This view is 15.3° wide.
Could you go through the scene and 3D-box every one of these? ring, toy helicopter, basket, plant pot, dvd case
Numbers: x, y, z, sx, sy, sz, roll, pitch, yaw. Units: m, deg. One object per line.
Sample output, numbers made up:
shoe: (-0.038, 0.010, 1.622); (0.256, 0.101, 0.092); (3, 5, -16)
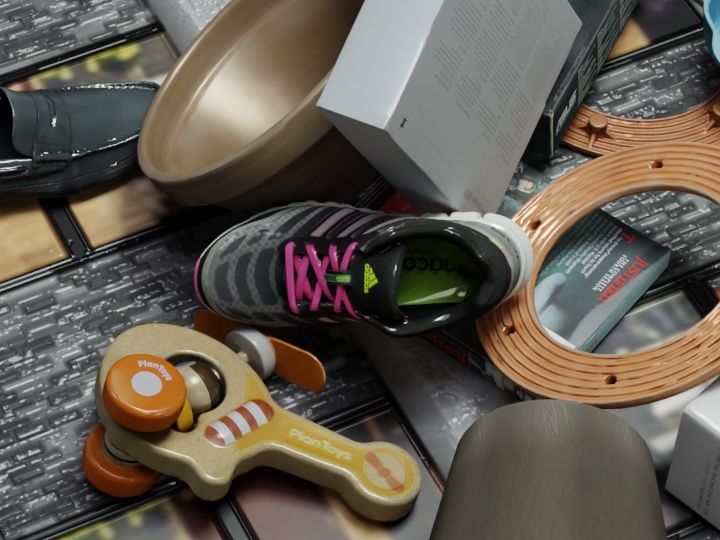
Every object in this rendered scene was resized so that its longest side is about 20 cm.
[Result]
ring: (0.182, -0.152, 1.778); (0.200, 0.019, 0.201); (2, 52, -2)
toy helicopter: (-0.056, 0.087, 1.560); (0.200, 0.079, 0.132); (23, 45, 1)
basket: (0.101, 0.181, 1.446); (0.180, 0.136, 0.200); (3, 48, 6)
ring: (0.164, 0.004, 1.582); (0.200, 0.019, 0.201); (-16, 44, 16)
plant pot: (-0.032, -0.102, 1.631); (0.201, 0.093, 0.201); (-34, 28, 22)
dvd case: (0.070, -0.013, 1.662); (0.200, 0.022, 0.146); (31, 57, 21)

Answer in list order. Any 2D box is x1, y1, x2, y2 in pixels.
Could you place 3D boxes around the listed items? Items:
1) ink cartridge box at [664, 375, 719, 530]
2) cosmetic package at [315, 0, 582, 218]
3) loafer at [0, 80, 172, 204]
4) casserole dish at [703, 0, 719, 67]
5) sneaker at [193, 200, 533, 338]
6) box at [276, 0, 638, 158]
ink cartridge box: (0.296, 0.118, 1.530); (0.200, 0.084, 0.145); (37, 59, 24)
cosmetic package: (0.056, -0.121, 1.566); (0.052, 0.200, 0.151); (19, 80, 24)
loafer: (-0.209, -0.082, 1.670); (0.200, 0.070, 0.068); (-16, 54, -16)
casserole dish: (0.309, -0.156, 1.761); (0.200, 0.039, 0.121); (-25, 65, -28)
sneaker: (0.000, 0.000, 1.550); (0.199, 0.074, 0.087); (-1, 8, 4)
box: (0.073, -0.176, 1.752); (0.193, 0.048, 0.200); (16, 51, 21)
